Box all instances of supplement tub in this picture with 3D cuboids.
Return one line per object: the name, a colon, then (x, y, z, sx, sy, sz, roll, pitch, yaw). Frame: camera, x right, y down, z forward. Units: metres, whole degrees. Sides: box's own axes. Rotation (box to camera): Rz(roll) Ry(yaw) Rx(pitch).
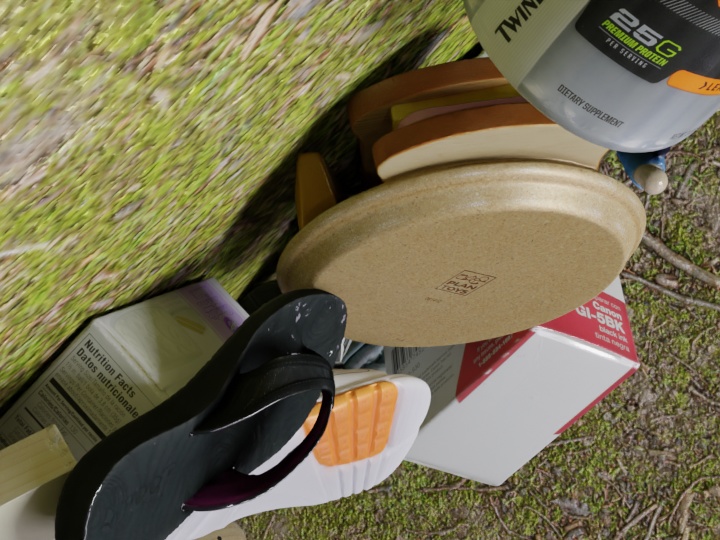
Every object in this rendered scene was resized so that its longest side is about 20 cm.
supplement tub: (0.137, -0.147, 0.590, 0.122, 0.123, 0.200, -36, 171, -47)

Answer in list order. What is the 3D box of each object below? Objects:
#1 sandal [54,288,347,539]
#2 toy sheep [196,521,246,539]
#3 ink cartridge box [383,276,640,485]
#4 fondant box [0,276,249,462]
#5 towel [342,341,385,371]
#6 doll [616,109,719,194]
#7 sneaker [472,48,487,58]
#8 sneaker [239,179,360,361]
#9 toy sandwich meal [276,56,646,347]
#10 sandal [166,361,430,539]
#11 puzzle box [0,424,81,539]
sandal: (-0.053, 0.075, 0.699, 0.200, 0.048, 0.076, -41, 140, -47)
toy sheep: (-0.176, 0.217, 1.131, 0.199, 0.138, 0.138, -19, 179, 12)
ink cartridge box: (0.083, 0.007, 0.981, 0.147, 0.083, 0.200, -47, -145, 39)
fondant box: (-0.146, 0.097, 0.789, 0.200, 0.058, 0.144, -44, 174, 17)
towel: (-0.081, 0.104, 1.079, 0.171, 0.048, 0.200, -14, -166, 41)
doll: (0.170, -0.113, 0.899, 0.200, 0.048, 0.137, 135, -40, -84)
sneaker: (0.092, -0.089, 0.891, 0.200, 0.085, 0.074, -41, 175, -18)
sneaker: (0.000, 0.000, 0.969, 0.115, 0.076, 0.201, -36, 169, -36)
toy sandwich meal: (0.047, -0.027, 0.788, 0.204, 0.070, 0.205, -7, 156, -3)
sandal: (-0.048, 0.081, 0.813, 0.206, 0.059, 0.079, -9, 131, -43)
puzzle box: (-0.173, 0.154, 0.706, 0.133, 0.025, 0.200, -27, 150, -16)
